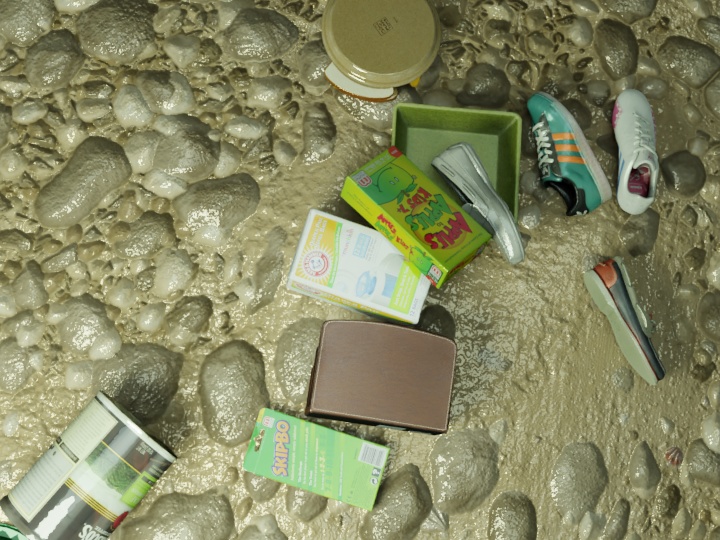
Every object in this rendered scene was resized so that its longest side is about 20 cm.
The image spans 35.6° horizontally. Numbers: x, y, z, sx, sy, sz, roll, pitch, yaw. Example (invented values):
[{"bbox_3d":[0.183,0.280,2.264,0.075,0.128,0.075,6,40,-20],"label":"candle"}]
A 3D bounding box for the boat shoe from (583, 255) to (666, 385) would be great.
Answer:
[{"bbox_3d":[0.411,0.075,1.693,0.062,0.071,0.201,-26,81,-12],"label":"boat shoe"}]

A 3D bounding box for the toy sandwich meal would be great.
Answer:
[{"bbox_3d":[0.029,-0.353,1.716,0.204,0.070,0.207,1,77,-6],"label":"toy sandwich meal"}]

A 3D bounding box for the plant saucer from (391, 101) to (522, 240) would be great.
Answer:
[{"bbox_3d":[0.140,-0.145,1.704,0.198,0.048,0.202,4,82,-5],"label":"plant saucer"}]

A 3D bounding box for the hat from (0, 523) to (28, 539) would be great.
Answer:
[{"bbox_3d":[-0.504,0.420,1.487,0.165,0.176,0.200,41,80,1],"label":"hat"}]

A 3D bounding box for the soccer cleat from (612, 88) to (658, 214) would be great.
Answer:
[{"bbox_3d":[0.430,-0.187,1.722,0.069,0.086,0.202,1,81,-6],"label":"soccer cleat"}]

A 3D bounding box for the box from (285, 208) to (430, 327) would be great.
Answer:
[{"bbox_3d":[0.000,0.000,1.641,0.199,0.101,0.113,20,79,-3],"label":"box"}]

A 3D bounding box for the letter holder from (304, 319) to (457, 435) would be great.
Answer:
[{"bbox_3d":[0.030,0.153,1.625,0.199,0.101,0.143,9,79,-5],"label":"letter holder"}]

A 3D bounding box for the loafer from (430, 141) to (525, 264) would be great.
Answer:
[{"bbox_3d":[0.173,-0.092,1.645,0.069,0.070,0.201,-29,78,-4],"label":"loafer"}]

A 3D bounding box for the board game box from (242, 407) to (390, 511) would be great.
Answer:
[{"bbox_3d":[-0.065,0.274,1.633,0.199,0.030,0.096,19,80,-6],"label":"board game box"}]

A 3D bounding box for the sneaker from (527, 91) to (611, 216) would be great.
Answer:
[{"bbox_3d":[0.302,-0.176,1.714,0.080,0.071,0.201,-31,87,-14],"label":"sneaker"}]

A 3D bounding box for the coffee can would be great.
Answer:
[{"bbox_3d":[-0.371,0.286,1.537,0.146,0.146,0.200,41,80,1],"label":"coffee can"}]

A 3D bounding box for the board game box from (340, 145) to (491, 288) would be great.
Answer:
[{"bbox_3d":[0.078,-0.079,1.603,0.200,0.048,0.101,44,56,15],"label":"board game box"}]
